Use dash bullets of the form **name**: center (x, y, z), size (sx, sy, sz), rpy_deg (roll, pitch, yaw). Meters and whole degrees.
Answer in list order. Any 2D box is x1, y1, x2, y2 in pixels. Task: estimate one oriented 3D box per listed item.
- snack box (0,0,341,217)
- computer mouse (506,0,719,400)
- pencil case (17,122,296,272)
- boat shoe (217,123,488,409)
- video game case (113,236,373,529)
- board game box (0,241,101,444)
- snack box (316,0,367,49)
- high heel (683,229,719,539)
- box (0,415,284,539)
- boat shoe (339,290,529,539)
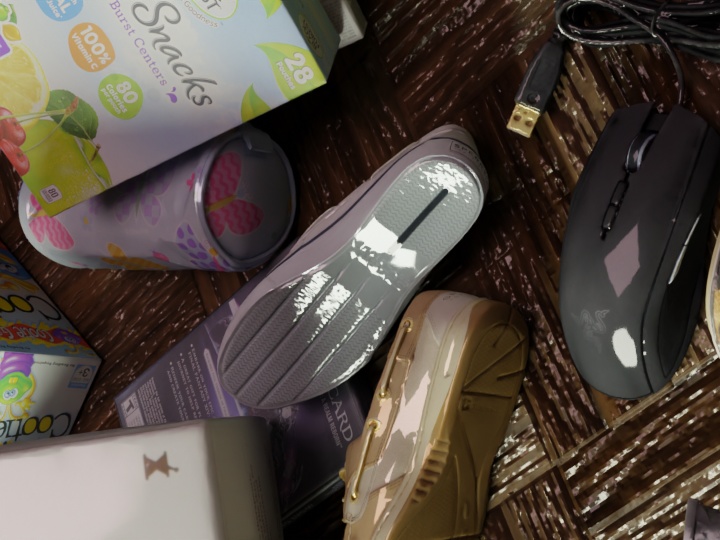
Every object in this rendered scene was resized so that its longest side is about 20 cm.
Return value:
- **snack box**: center (-0.137, -0.147, 0.861), size (0.198, 0.170, 0.068), rpy_deg (-24, 25, 19)
- **computer mouse**: center (0.115, -0.047, 0.753), size (0.140, 0.046, 0.203), rpy_deg (23, 100, 42)
- **pencil case**: center (-0.131, -0.045, 0.966), size (0.198, 0.083, 0.092), rpy_deg (3, 72, 44)
- **boat shoe**: center (0.000, 0.000, 0.849), size (0.200, 0.074, 0.067), rpy_deg (-40, 14, 22)
- **video game case**: center (-0.073, 0.093, 0.935), size (0.199, 0.019, 0.144), rpy_deg (-39, 60, 33)
- **board game box**: center (-0.289, 0.047, 1.091), size (0.200, 0.104, 0.104), rpy_deg (42, 112, 38)
- **snack box**: center (-0.099, -0.138, 0.915), size (0.198, 0.072, 0.024), rpy_deg (-20, 29, 20)
- **high heel**: center (0.218, 0.039, 0.644), size (0.141, 0.071, 0.203), rpy_deg (4, 80, 28)
- **box**: center (-0.143, 0.189, 0.817), size (0.197, 0.171, 0.202), rpy_deg (-8, 85, 5)
- **boat shoe**: center (0.026, 0.106, 0.806), size (0.069, 0.073, 0.202), rpy_deg (21, 90, 46)
